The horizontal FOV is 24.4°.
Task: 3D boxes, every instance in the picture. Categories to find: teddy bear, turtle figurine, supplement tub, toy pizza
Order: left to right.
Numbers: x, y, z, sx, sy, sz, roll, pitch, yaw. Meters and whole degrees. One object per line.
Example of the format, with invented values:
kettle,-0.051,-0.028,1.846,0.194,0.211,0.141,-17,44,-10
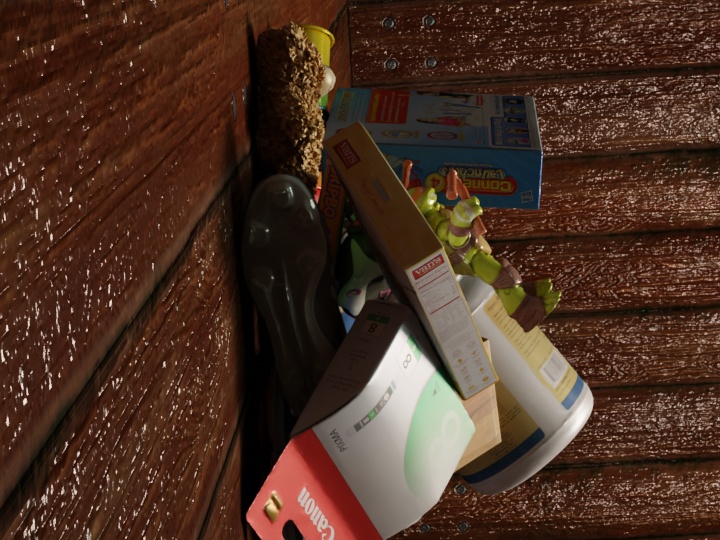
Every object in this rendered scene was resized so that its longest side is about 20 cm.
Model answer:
toy pizza,-0.059,0.166,1.338,0.200,0.031,0.202,-6,90,-84
teddy bear,-0.054,-0.108,1.412,0.145,0.066,0.201,87,2,-57
turtle figurine,0.089,-0.018,1.365,0.064,0.161,0.200,-50,-172,-6
supplement tub,0.102,0.089,1.528,0.200,0.144,0.145,50,6,-4

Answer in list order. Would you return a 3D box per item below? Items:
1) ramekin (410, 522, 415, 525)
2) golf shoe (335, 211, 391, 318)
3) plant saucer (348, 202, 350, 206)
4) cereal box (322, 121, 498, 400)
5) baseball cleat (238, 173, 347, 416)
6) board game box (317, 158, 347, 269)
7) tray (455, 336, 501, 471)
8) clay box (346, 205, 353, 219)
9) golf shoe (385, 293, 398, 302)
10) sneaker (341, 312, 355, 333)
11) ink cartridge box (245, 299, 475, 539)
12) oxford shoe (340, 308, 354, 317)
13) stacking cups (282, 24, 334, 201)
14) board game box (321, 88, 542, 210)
ramekin,0.014,0.165,1.650,0.200,0.104,0.202,-171,-90,-80
golf shoe,0.000,0.000,1.493,0.088,0.077,0.200,-62,177,-5
plant saucer,0.008,-0.058,1.683,0.200,0.037,0.200,43,-12,11
cereal box,0.040,-0.004,1.284,0.144,0.039,0.200,58,-3,37
baseball cleat,-0.050,0.014,1.273,0.107,0.069,0.201,-86,170,-71
board game box,-0.030,-0.025,1.400,0.200,0.030,0.096,121,-21,-76
tray,0.037,0.136,1.375,0.199,0.037,0.099,-27,118,-40
clay box,0.009,0.008,1.696,0.200,0.048,0.115,48,-14,-19
golf shoe,0.029,0.122,1.423,0.097,0.078,0.202,-18,112,-66
sneaker,-0.045,0.064,1.455,0.066,0.078,0.200,-52,-176,-15
ink cartridge box,0.005,0.149,1.259,0.201,0.050,0.161,-61,142,-29
oxford shoe,-0.048,0.034,1.653,0.200,0.070,0.075,85,29,-65
stacking cups,-0.060,-0.129,1.568,0.061,0.060,0.201,80,13,-71
board game box,0.067,-0.116,1.544,0.200,0.194,0.056,-79,171,-70
